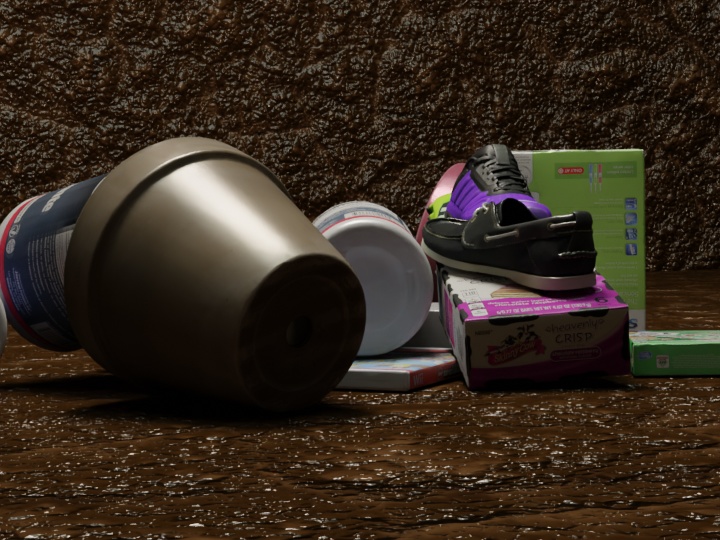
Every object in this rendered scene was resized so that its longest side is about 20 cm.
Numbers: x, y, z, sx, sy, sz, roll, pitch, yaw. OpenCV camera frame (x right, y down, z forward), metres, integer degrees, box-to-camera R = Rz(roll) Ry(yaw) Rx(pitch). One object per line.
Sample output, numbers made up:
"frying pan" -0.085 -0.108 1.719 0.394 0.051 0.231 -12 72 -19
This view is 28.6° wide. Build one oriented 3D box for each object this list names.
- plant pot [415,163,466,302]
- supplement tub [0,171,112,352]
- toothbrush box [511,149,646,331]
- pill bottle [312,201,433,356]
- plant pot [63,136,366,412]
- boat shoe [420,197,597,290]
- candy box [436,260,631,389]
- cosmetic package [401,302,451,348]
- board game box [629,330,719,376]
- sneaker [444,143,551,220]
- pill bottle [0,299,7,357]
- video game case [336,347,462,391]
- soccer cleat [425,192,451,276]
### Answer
"plant pot" 0.174 -0.011 1.663 0.177 0.203 0.199 16 8 22
"supplement tub" -0.208 -0.011 1.203 0.198 0.143 0.139 -12 -6 40
"toothbrush box" 0.219 -0.020 1.443 0.143 0.203 0.086 -1 1 11
"pill bottle" 0.000 0.000 1.298 0.118 0.122 0.200 -1 9 -3
"plant pot" -0.093 0.018 1.037 0.198 0.203 0.173 -3 18 -39
"boat shoe" 0.125 -0.031 1.206 0.071 0.069 0.199 -14 16 -34
"candy box" 0.141 0.035 1.202 0.134 0.062 0.200 -5 14 -3
"cosmetic package" 0.120 0.059 1.371 0.197 0.052 0.082 0 6 23
"board game box" 0.333 0.071 1.235 0.197 0.030 0.135 -1 3 7
"sneaker" 0.128 -0.073 1.346 0.069 0.101 0.200 12 -3 -17
"pill bottle" -0.361 0.044 1.189 0.110 0.114 0.200 -2 1 -19
"video game case" 0.018 0.083 1.224 0.141 0.018 0.199 0 2 26
"soccer cleat" 0.114 -0.034 1.496 0.080 0.068 0.201 -23 27 13
